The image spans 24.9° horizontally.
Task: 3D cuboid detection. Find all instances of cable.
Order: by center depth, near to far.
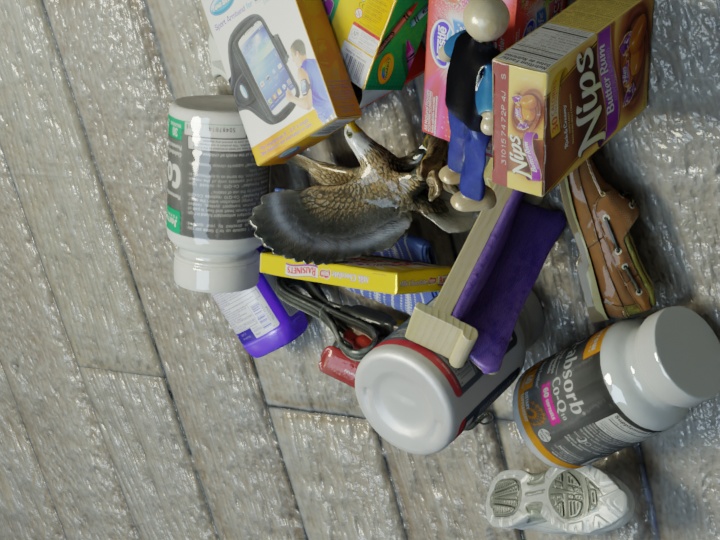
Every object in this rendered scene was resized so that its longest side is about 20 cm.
[{"bbox_3d":[-0.025,0.062,1.804,0.200,0.097,0.050,18,129,31],"label":"cable"}]

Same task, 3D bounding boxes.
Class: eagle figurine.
[{"bbox_3d":[0.005,-0.086,1.652,0.200,0.152,0.151,-25,70,27],"label":"eagle figurine"}]

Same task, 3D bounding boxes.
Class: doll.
[{"bbox_3d":[0.098,-0.153,1.425,0.137,0.048,0.200,-111,17,-44],"label":"doll"}]

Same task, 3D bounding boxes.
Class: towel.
[{"bbox_3d":[0.003,-0.011,1.754,0.200,0.024,0.145,21,149,29],"label":"towel"}]

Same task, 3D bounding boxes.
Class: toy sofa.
[{"bbox_3d":[0.127,-0.008,1.547,0.097,0.200,0.083,26,157,5],"label":"toy sofa"}]

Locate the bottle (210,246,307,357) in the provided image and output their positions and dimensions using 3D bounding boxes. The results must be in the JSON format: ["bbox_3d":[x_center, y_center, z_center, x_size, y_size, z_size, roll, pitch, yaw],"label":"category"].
[{"bbox_3d":[-0.142,0.001,1.887,0.083,0.065,0.200,-28,97,40],"label":"bottle"}]

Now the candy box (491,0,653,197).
[{"bbox_3d":[0.185,-0.159,1.408,0.056,0.200,0.117,19,128,31],"label":"candy box"}]

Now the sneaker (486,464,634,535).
[{"bbox_3d":[0.227,0.243,1.719,0.200,0.099,0.078,-7,70,55],"label":"sneaker"}]

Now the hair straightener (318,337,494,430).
[{"bbox_3d":[0.056,0.123,1.795,0.199,0.077,0.041,21,110,11],"label":"hair straightener"}]

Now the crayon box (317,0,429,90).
[{"bbox_3d":[-0.025,-0.267,1.542,0.200,0.058,0.119,38,119,32],"label":"crayon box"}]

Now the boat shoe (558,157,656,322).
[{"bbox_3d":[0.231,-0.053,1.545,0.068,0.072,0.201,-12,104,16],"label":"boat shoe"}]

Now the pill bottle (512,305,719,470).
[{"bbox_3d":[0.251,0.113,1.591,0.117,0.116,0.200,54,137,-2],"label":"pill bottle"}]

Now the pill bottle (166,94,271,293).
[{"bbox_3d":[-0.154,-0.084,1.776,0.113,0.113,0.201,14,109,34],"label":"pill bottle"}]

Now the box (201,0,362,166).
[{"bbox_3d":[-0.080,-0.212,1.534,0.119,0.041,0.201,-27,81,42],"label":"box"}]

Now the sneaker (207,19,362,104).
[{"bbox_3d":[-0.076,-0.185,1.621,0.200,0.074,0.089,36,132,33],"label":"sneaker"}]

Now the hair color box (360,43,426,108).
[{"bbox_3d":[-0.030,-0.204,1.662,0.200,0.061,0.102,-23,99,45],"label":"hair color box"}]

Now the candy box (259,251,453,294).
[{"bbox_3d":[0.000,0.000,1.663,0.200,0.102,0.027,8,101,44],"label":"candy box"}]

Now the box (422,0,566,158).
[{"bbox_3d":[0.124,-0.217,1.496,0.095,0.100,0.201,23,130,28],"label":"box"}]

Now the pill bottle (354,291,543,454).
[{"bbox_3d":[0.096,0.085,1.642,0.119,0.200,0.120,21,128,29],"label":"pill bottle"}]
